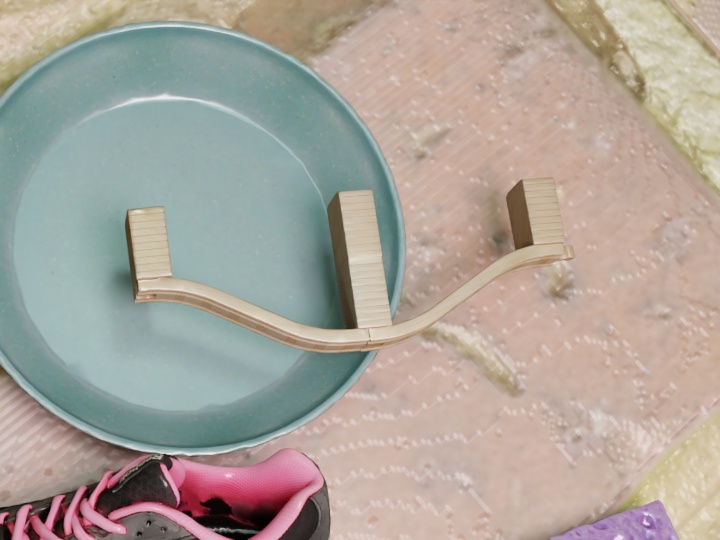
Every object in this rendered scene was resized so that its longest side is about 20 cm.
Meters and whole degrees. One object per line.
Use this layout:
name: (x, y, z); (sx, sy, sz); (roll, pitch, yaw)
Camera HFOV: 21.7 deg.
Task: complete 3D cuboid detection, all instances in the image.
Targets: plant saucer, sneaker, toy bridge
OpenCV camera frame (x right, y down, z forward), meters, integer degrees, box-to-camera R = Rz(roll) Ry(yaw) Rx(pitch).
plant saucer: (-0.080, -0.012, 0.833); (0.198, 0.036, 0.201); (4, 71, -12)
sneaker: (-0.101, 0.106, 0.744); (0.198, 0.096, 0.079); (-3, 44, -14)
toy bridge: (0.000, 0.000, 0.814); (0.198, 0.027, 0.068); (-4, 75, -15)

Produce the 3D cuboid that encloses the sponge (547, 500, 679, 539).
sponge: (0.060, 0.181, 0.802); (0.199, 0.030, 0.112); (-16, 74, -17)
